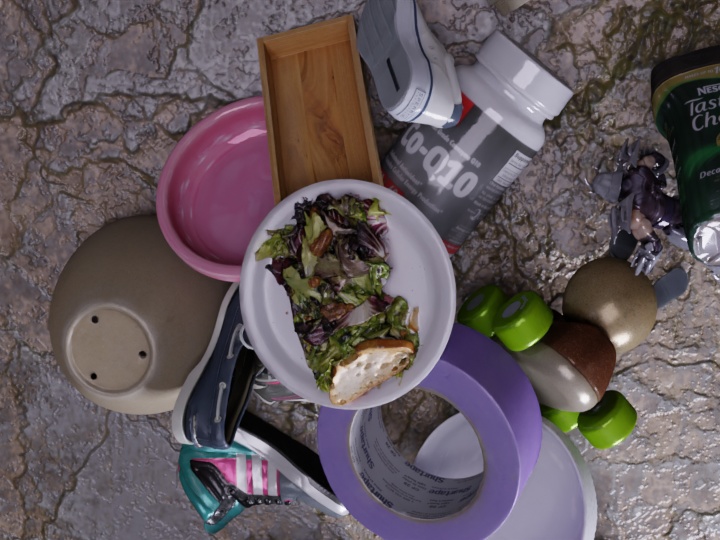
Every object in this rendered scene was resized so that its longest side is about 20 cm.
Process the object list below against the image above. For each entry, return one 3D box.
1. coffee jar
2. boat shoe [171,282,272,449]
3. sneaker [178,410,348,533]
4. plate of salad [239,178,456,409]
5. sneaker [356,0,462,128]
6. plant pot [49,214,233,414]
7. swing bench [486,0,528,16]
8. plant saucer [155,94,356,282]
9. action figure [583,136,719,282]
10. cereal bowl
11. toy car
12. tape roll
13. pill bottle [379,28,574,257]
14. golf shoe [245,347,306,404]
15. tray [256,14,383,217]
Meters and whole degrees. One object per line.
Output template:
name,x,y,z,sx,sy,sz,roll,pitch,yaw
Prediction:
coffee jar,0.324,-0.110,1.026,0.103,0.202,0.086,-13,143,12
boat shoe,-0.113,0.079,1.094,0.061,0.201,0.075,9,143,23
sneaker,-0.114,0.234,1.217,0.199,0.084,0.122,32,101,7
plate of salad,-0.016,0.022,0.993,0.197,0.048,0.203,1,95,16
sneaker,0.046,-0.197,1.054,0.070,0.201,0.073,23,129,-30
plant pot,-0.223,0.057,1.122,0.198,0.135,0.203,2,103,7
swing bench,0.148,-0.364,1.013,0.199,0.130,0.200,-35,98,14
plant saucer,-0.096,-0.074,1.102,0.198,0.051,0.203,-6,60,11
action figure,0.297,-0.048,1.082,0.198,0.069,0.131,21,69,-11
cereal bowl,0.148,0.236,1.150,0.198,0.083,0.203,-4,83,30
toy car,0.228,0.040,1.121,0.200,0.158,0.164,-46,106,-11
tape roll,0.065,0.154,1.071,0.198,0.085,0.203,8,111,21
pill bottle,0.102,-0.120,1.087,0.114,0.114,0.201,38,105,-3
golf shoe,-0.020,0.091,1.186,0.197,0.078,0.089,-6,143,-5
tray,-0.038,-0.142,1.075,0.097,0.037,0.202,-12,61,7
